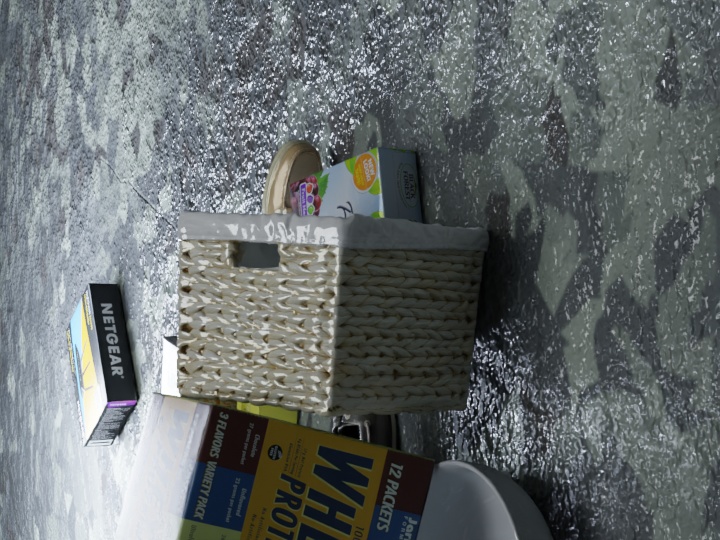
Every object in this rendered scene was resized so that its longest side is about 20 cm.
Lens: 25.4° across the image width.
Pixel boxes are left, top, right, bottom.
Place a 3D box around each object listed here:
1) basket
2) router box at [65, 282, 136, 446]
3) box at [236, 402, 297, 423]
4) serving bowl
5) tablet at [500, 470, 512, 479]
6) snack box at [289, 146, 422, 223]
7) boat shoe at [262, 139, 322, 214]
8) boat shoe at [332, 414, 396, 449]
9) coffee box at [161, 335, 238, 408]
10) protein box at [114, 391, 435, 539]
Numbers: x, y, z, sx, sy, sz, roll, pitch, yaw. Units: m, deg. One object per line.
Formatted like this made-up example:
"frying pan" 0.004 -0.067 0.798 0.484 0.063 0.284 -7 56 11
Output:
"basket" -0.027 0.033 1.339 0.197 0.199 0.162 4 90 40
"router box" -0.389 0.141 2.386 0.149 0.051 0.201 126 137 -50
"box" -0.105 0.178 1.766 0.075 0.050 0.201 -155 67 -64
"serving bowl" 0.102 0.251 1.266 0.200 0.065 0.202 -7 82 61
"tablet" 0.111 0.279 1.340 0.130 0.014 0.201 142 124 -60
"snack box" 0.000 0.000 1.496 0.142 0.053 0.201 -18 74 48
"boat shoe" -0.059 -0.032 1.648 0.069 0.073 0.201 22 112 51
"boat shoe" 0.000 0.177 1.527 0.067 0.057 0.201 137 127 -58
"coffee box" -0.168 0.178 1.829 0.080 0.114 0.201 -160 71 -63
"protein box" -0.076 0.193 1.327 0.200 0.197 0.136 176 109 -69
